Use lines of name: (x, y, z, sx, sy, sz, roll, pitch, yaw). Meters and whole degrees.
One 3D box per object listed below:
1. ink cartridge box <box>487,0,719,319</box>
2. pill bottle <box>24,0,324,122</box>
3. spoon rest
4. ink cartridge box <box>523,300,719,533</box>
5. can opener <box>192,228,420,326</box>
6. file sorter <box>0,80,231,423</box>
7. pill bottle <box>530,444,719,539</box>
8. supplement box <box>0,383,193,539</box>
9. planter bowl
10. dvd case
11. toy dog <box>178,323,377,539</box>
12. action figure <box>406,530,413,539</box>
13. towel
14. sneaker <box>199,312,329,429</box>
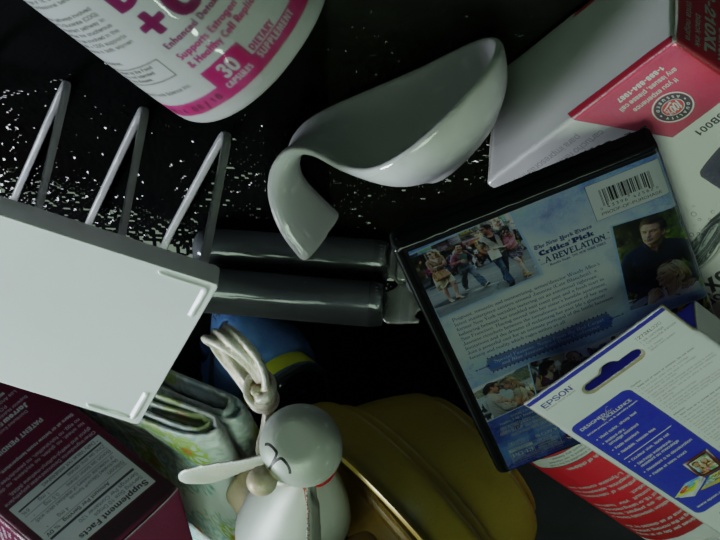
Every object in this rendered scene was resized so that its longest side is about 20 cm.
ink cartridge box: (0.188, -0.063, 1.351, 0.200, 0.085, 0.145, 30, 134, -26)
pill bottle: (-0.121, -0.169, 1.240, 0.113, 0.114, 0.200, -30, 128, 34)
spoon rest: (0.008, -0.068, 1.371, 0.061, 0.099, 0.200, 42, 142, -12)
ink cartridge box: (0.178, 0.076, 1.386, 0.095, 0.037, 0.200, -37, 136, 21)
can opener: (0.000, 0.000, 1.468, 0.199, 0.053, 0.067, 3, 150, 7)
file sorter: (-0.186, -0.029, 1.400, 0.199, 0.125, 0.139, 18, 139, -14)
pill bottle: (0.168, 0.092, 1.511, 0.200, 0.113, 0.112, 35, 131, -29)
supplement box: (-0.195, 0.133, 1.530, 0.200, 0.086, 0.111, 35, 152, 29)
planter bowl: (0.042, 0.132, 1.484, 0.083, 0.200, 0.201, -42, 136, -13)
dvd case: (0.110, 0.021, 1.349, 0.142, 0.018, 0.200, -21, 136, 5)
toy dog: (-0.051, 0.135, 1.401, 0.096, 0.132, 0.200, -41, 142, -14)
action figure: (0.003, 0.229, 1.653, 0.200, 0.149, 0.134, -39, 107, 6)
towel: (-0.120, 0.122, 1.566, 0.171, 0.048, 0.200, 23, 149, 32)
sneaker: (-0.060, 0.080, 1.569, 0.066, 0.079, 0.200, -30, 152, -16)
